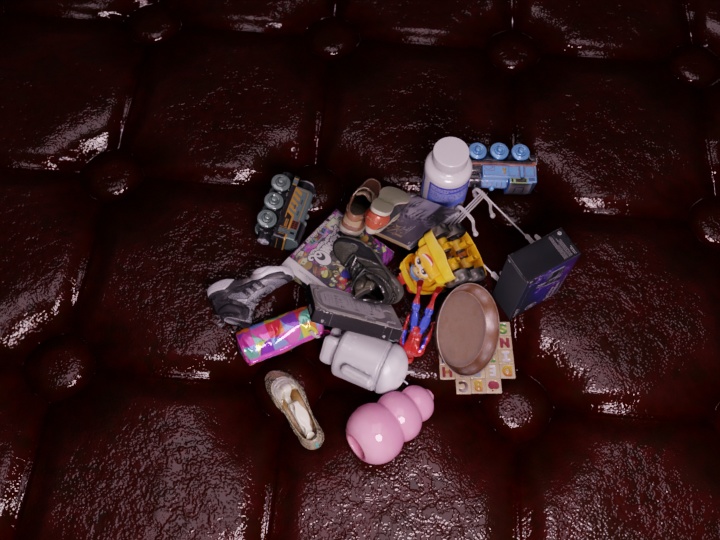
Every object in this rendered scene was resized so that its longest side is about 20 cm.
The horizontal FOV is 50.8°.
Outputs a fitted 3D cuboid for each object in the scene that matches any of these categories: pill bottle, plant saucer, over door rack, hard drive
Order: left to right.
[{"bbox_3d":[-0.016,0.089,1.628,0.200,0.038,0.140,16,18,-15],"label":"hard drive"},{"bbox_3d":[0.202,-0.221,1.774,0.112,0.200,0.112,1,64,-1],"label":"pill bottle"},{"bbox_3d":[0.224,0.127,1.630,0.034,0.200,0.200,1,52,49],"label":"plant saucer"},{"bbox_3d":[0.298,-0.080,1.784,0.200,0.067,0.148,41,71,10],"label":"over door rack"}]

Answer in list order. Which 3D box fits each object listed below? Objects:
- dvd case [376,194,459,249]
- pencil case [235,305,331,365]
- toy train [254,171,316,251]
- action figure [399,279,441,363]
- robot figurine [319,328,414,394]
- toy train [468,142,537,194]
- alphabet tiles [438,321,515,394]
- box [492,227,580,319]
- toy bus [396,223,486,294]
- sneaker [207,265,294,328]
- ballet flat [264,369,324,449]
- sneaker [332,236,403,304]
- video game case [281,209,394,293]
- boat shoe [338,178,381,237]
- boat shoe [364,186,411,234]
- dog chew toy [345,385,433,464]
[{"bbox_3d":[0.115,-0.116,1.756,0.149,0.016,0.200,-35,29,-16],"label":"dvd case"},{"bbox_3d":[-0.170,0.139,1.654,0.200,0.088,0.089,-21,66,-9],"label":"pencil case"},{"bbox_3d":[-0.177,-0.139,1.798,0.114,0.085,0.200,20,62,-5],"label":"toy train"},{"bbox_3d":[0.125,0.117,1.622,0.065,0.200,0.052,18,27,8],"label":"action figure"},{"bbox_3d":[0.016,0.191,1.612,0.200,0.113,0.170,21,30,10],"label":"robot figurine"},{"bbox_3d":[0.335,-0.247,1.856,0.199,0.087,0.115,1,69,-3],"label":"toy train"},{"bbox_3d":[0.256,0.177,1.685,0.166,0.006,0.200,0,64,-2],"label":"alphabet tiles"},{"bbox_3d":[0.381,0.010,1.663,0.141,0.200,0.079,-25,67,-12],"label":"box"},{"bbox_3d":[0.155,-0.006,1.671,0.192,0.200,0.136,-28,78,26],"label":"toy bus"},{"bbox_3d":[-0.237,0.065,1.696,0.200,0.076,0.114,-16,65,-2],"label":"sneaker"},{"bbox_3d":[-0.138,0.281,1.587,0.068,0.075,0.200,-29,67,-14],"label":"ballet flat"},{"bbox_3d":[0.000,0.000,1.670,0.199,0.114,0.076,48,114,14],"label":"sneaker"},{"bbox_3d":[-0.053,-0.022,1.762,0.181,0.036,0.200,38,69,15],"label":"video game case"},{"bbox_3d":[0.011,-0.160,1.790,0.076,0.072,0.200,22,45,1],"label":"boat shoe"},{"bbox_3d":[0.061,-0.141,1.753,0.071,0.063,0.200,26,28,10],"label":"boat shoe"},{"bbox_3d":[0.069,0.308,1.559,0.200,0.125,0.125,-30,68,-24],"label":"dog chew toy"}]
